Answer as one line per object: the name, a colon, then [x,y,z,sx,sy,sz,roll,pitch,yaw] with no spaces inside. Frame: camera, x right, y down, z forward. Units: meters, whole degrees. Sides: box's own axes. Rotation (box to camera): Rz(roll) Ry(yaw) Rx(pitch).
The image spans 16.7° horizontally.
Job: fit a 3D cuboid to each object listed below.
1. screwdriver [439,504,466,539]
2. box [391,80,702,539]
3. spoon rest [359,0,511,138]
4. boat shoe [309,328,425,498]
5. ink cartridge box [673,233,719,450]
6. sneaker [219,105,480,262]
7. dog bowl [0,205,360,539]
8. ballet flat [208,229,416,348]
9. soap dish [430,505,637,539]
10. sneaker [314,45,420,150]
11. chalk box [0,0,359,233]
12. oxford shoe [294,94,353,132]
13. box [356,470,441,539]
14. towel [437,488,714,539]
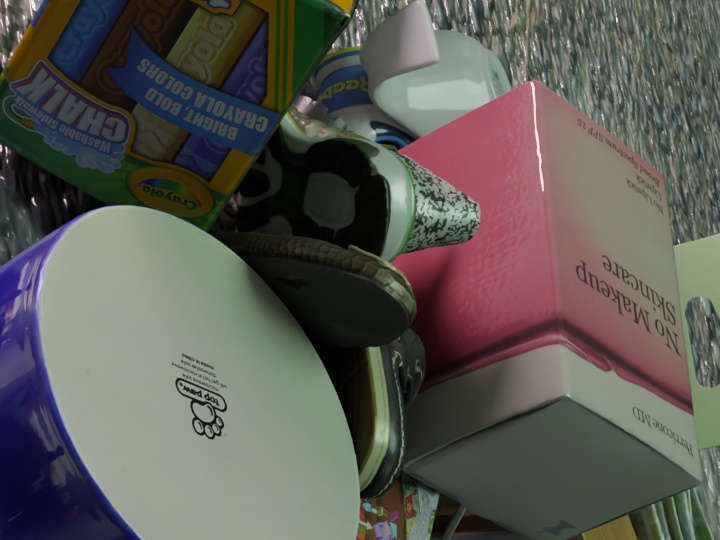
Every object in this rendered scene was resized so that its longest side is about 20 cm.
screwdriver: [0.047,0.141,1.366,0.200,0.029,0.028,-65,-175,-12]
box: [0.095,0.024,1.303,0.128,0.109,0.200,32,43,-41]
spoon rest: [0.047,-0.114,1.503,0.200,0.061,0.100,30,45,-68]
boat shoe: [0.002,0.047,1.223,0.065,0.073,0.200,24,26,-23]
ink cartridge box: [0.144,0.057,1.559,0.048,0.200,0.146,38,41,-58]
sneaker: [-0.009,-0.042,1.260,0.088,0.200,0.077,7,105,-32]
dog bowl: [-0.094,0.075,1.083,0.200,0.079,0.200,35,37,-32]
ballet flat: [-0.040,0.001,1.186,0.067,0.200,0.046,51,62,-26]
soap dish: [0.111,0.221,1.416,0.081,0.157,0.200,-32,105,-40]
sneaker: [0.034,-0.054,1.558,0.200,0.074,0.082,42,35,-37]
chalk box: [-0.095,-0.106,1.177,0.124,0.200,0.125,31,33,-10]
oxford shoe: [0.000,0.000,1.381,0.200,0.073,0.084,45,64,-19]
box: [-0.024,0.089,1.268,0.137,0.039,0.200,31,35,-10]
towel: [0.133,0.178,1.467,0.048,0.200,0.171,-25,99,-41]
